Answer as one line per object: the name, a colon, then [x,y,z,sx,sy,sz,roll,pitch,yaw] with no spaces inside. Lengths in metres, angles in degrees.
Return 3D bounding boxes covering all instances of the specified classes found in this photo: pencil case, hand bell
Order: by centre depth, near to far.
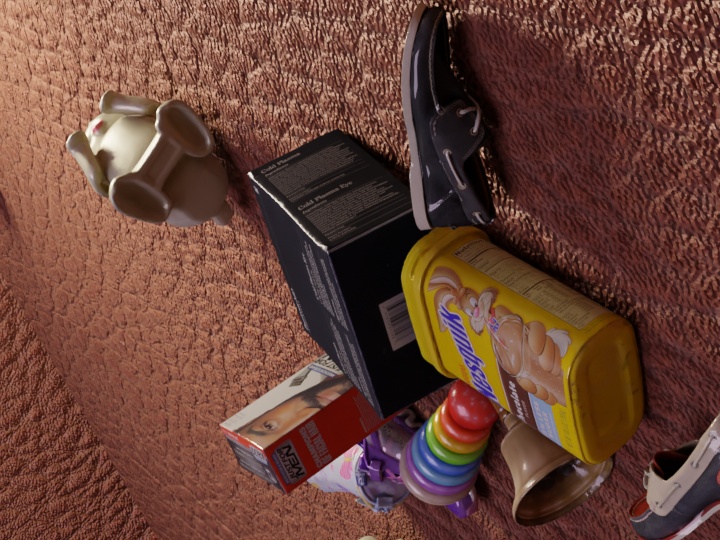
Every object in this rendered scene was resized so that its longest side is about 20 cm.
hand bell: [0.137,0.126,1.369,0.200,0.104,0.104,57,163,34]
pencil case: [-0.006,0.238,1.809,0.200,0.083,0.091,4,104,65]

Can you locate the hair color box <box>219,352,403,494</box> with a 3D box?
hair color box: [-0.037,0.146,1.576,0.111,0.200,0.064,16,136,58]

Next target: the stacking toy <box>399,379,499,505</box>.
stacking toy: [0.097,0.163,1.495,0.085,0.085,0.200,48,152,19]

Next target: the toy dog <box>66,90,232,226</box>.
toy dog: [-0.246,-0.133,1.728,0.194,0.140,0.200,25,180,-40]

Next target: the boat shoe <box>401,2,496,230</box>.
boat shoe: [0.071,-0.120,1.165,0.068,0.072,0.200,4,128,18]

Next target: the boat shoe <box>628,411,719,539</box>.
boat shoe: [0.255,0.159,1.138,0.063,0.071,0.200,39,152,2]

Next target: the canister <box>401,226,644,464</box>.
canister: [0.137,0.060,1.237,0.200,0.087,0.149,32,150,43]

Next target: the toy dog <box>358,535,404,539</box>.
toy dog: [0.002,0.432,1.945,0.140,0.194,0.200,65,167,9]

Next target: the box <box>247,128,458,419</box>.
box: [0.000,0.000,1.376,0.182,0.104,0.200,44,157,51]

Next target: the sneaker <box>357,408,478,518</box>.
sneaker: [0.047,0.212,1.652,0.200,0.088,0.081,43,155,26]
